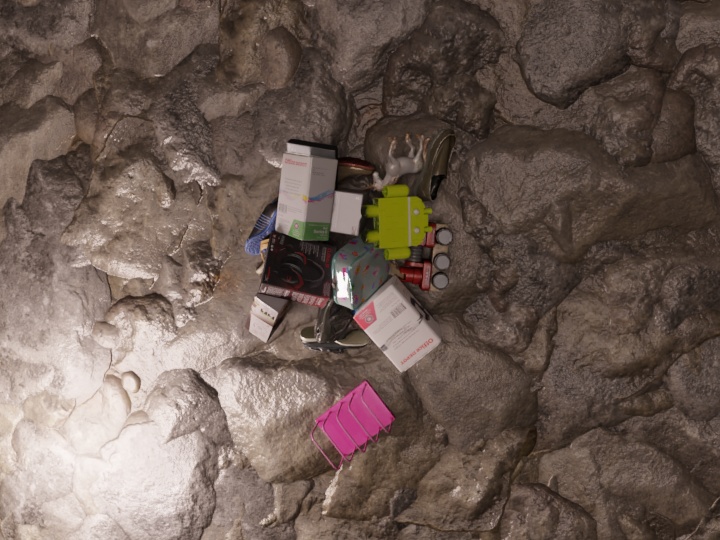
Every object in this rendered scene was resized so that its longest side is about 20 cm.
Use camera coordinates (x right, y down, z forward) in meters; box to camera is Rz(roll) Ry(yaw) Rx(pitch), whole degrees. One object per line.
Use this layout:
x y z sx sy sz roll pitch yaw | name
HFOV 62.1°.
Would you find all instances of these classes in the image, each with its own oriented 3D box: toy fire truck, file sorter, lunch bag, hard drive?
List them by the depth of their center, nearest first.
0.000 0.000 1.543 0.076 0.199 0.163 21 130 28 | lunch bag
-0.127 -0.243 1.608 0.137 0.033 0.203 12 125 15 | hard drive
0.138 -0.044 1.609 0.195 0.129 0.180 4 98 -2 | toy fire truck
-0.023 0.441 1.685 0.199 0.125 0.140 -39 91 12 | file sorter

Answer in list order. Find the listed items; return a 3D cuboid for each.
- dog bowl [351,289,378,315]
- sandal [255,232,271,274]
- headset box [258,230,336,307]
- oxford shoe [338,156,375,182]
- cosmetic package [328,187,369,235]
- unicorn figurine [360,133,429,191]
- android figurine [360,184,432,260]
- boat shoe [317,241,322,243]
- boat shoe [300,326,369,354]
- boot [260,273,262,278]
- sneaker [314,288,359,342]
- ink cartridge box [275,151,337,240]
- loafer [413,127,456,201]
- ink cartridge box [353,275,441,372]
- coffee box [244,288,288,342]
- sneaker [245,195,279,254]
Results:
0.070 0.126 1.667 0.198 0.050 0.113 33 101 4 | dog bowl
-0.239 -0.081 1.624 0.053 0.081 0.202 29 115 -8 | sandal
-0.151 0.000 1.541 0.196 0.075 0.152 14 65 -13 | headset box
-0.055 -0.268 1.630 0.195 0.071 0.076 7 112 15 | oxford shoe
-0.027 -0.157 1.566 0.088 0.200 0.109 9 98 7 | cosmetic package
0.100 -0.282 1.570 0.195 0.074 0.140 -9 113 -12 | unicorn figurine
0.094 -0.121 1.493 0.196 0.041 0.187 -4 98 -25 | android figurine
-0.147 -0.071 1.634 0.199 0.073 0.063 -38 97 13 | boat shoe
-0.072 0.205 1.693 0.194 0.075 0.067 0 127 0 | boat shoe
-0.180 0.049 1.689 0.195 0.064 0.191 -8 88 9 | boot
-0.052 0.101 1.622 0.112 0.076 0.204 4 106 -29 | sneaker
-0.136 -0.187 1.492 0.086 0.144 0.205 -2 103 -36 | ink cartridge box
0.209 -0.271 1.570 0.069 0.074 0.203 37 115 42 | loafer
0.101 0.142 1.584 0.144 0.084 0.200 -40 96 19 | ink cartridge box
-0.242 0.097 1.627 0.079 0.114 0.201 33 145 2 | coffee box
-0.258 -0.128 1.679 0.069 0.079 0.200 26 126 -35 | sneaker
